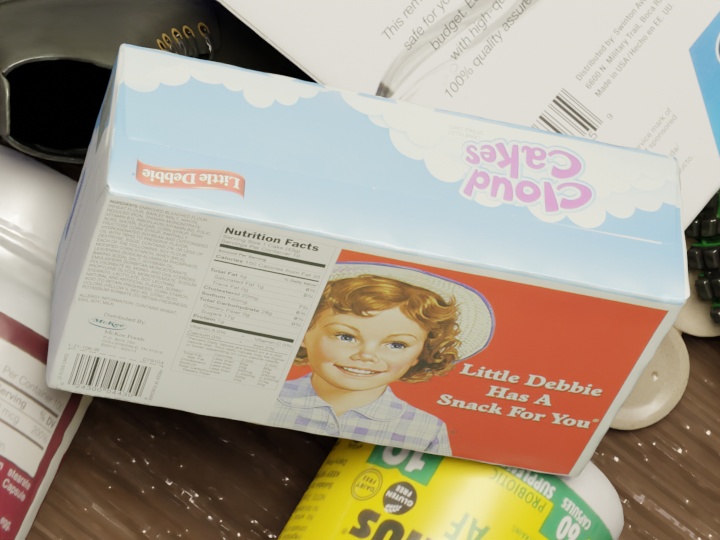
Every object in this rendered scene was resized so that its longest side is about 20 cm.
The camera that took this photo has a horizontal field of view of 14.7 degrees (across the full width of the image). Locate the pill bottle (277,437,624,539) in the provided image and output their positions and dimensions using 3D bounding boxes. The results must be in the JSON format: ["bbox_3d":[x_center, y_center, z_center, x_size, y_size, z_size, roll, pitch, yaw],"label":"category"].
[{"bbox_3d":[0.005,0.147,1.040,0.112,0.113,0.201,33,73,-2],"label":"pill bottle"}]

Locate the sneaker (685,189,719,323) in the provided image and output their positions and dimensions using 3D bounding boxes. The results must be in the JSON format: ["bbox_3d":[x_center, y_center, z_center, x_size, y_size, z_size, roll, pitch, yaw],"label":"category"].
[{"bbox_3d":[0.190,0.013,1.106,0.085,0.078,0.201,-37,124,-27],"label":"sneaker"}]

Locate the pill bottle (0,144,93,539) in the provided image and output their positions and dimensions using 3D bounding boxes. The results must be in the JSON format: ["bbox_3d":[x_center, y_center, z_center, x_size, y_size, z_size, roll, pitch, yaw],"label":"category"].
[{"bbox_3d":[-0.166,0.057,1.027,0.114,0.114,0.201,25,73,-4],"label":"pill bottle"}]

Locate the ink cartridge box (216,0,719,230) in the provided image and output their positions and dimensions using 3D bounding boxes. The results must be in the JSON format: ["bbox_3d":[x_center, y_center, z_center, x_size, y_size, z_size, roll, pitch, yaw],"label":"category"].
[{"bbox_3d":[0.056,-0.105,1.033,0.200,0.084,0.145,38,95,-18],"label":"ink cartridge box"}]

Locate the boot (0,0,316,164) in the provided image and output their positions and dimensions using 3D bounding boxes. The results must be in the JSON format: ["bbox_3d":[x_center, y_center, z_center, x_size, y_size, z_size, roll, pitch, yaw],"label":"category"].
[{"bbox_3d":[-0.070,-0.068,1.046,0.199,0.138,0.078,-6,108,-26],"label":"boot"}]

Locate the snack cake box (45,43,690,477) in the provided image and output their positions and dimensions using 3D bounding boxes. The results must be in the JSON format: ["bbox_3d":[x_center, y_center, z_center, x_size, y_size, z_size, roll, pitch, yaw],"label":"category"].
[{"bbox_3d":[0.000,0.000,0.962,0.199,0.115,0.067,11,50,-12],"label":"snack cake box"}]

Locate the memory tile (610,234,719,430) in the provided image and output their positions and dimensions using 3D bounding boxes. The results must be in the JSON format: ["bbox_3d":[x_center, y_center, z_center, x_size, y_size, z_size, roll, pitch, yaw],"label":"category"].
[{"bbox_3d":[0.085,-0.044,1.107,0.200,0.017,0.153,38,95,-16],"label":"memory tile"}]
